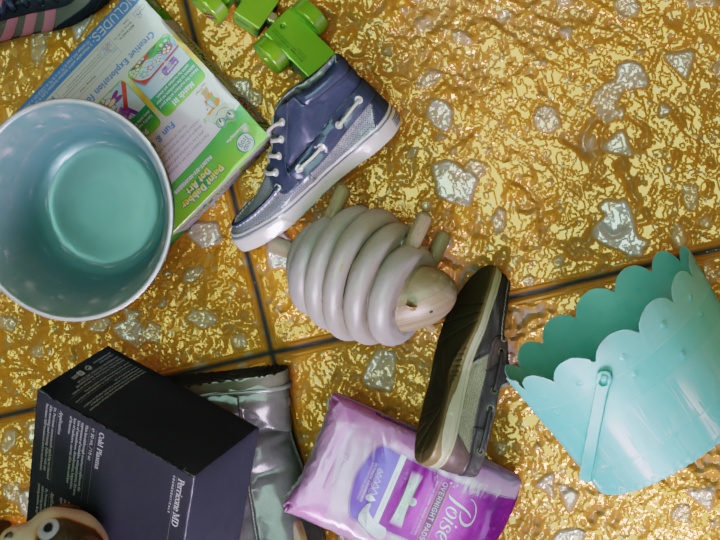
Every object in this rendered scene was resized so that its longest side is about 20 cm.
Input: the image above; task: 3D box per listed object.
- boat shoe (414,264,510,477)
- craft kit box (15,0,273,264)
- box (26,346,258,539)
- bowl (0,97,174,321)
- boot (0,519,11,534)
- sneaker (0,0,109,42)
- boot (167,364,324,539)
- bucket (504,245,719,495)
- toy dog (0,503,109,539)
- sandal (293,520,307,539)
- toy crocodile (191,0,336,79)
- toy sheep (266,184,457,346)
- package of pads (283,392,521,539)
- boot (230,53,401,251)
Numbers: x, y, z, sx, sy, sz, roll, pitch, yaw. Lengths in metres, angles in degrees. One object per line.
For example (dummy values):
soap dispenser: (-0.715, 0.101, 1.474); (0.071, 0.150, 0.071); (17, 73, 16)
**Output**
boat shoe: (0.105, 0.094, 1.480); (0.066, 0.072, 0.202); (27, 65, -19)
craft kit box: (-0.214, -0.133, 1.559); (0.200, 0.048, 0.198); (-43, 83, 12)
box: (-0.207, 0.207, 1.503); (0.181, 0.104, 0.201); (26, 123, 23)
bowl: (-0.253, -0.058, 1.499); (0.199, 0.105, 0.202); (1, 95, 11)
boot: (-0.372, 0.337, 1.552); (0.072, 0.200, 0.157); (-5, 95, -1)
sneaker: (-0.330, -0.259, 1.552); (0.199, 0.082, 0.071); (-19, 90, 12)
boot: (-0.130, 0.200, 1.563); (0.181, 0.073, 0.201); (-5, 100, 14)
bucket: (0.241, 0.090, 1.406); (0.207, 0.207, 0.135); (-34, 95, 12)
toy dog: (-0.278, 0.310, 1.434); (0.193, 0.140, 0.201); (6, 103, -18)
sandal: (-0.074, 0.334, 1.512); (0.069, 0.078, 0.213); (-11, 123, -10)
toy crocodile: (-0.094, -0.241, 1.518); (0.200, 0.062, 0.068); (40, 82, 1)
toy sheep: (0.000, 0.000, 1.486); (0.199, 0.138, 0.139); (18, 99, 31)
package of pads: (0.039, 0.207, 1.501); (0.199, 0.076, 0.121); (25, 91, -1)
boot: (-0.064, -0.111, 1.500); (0.200, 0.073, 0.090); (-40, 112, 10)
